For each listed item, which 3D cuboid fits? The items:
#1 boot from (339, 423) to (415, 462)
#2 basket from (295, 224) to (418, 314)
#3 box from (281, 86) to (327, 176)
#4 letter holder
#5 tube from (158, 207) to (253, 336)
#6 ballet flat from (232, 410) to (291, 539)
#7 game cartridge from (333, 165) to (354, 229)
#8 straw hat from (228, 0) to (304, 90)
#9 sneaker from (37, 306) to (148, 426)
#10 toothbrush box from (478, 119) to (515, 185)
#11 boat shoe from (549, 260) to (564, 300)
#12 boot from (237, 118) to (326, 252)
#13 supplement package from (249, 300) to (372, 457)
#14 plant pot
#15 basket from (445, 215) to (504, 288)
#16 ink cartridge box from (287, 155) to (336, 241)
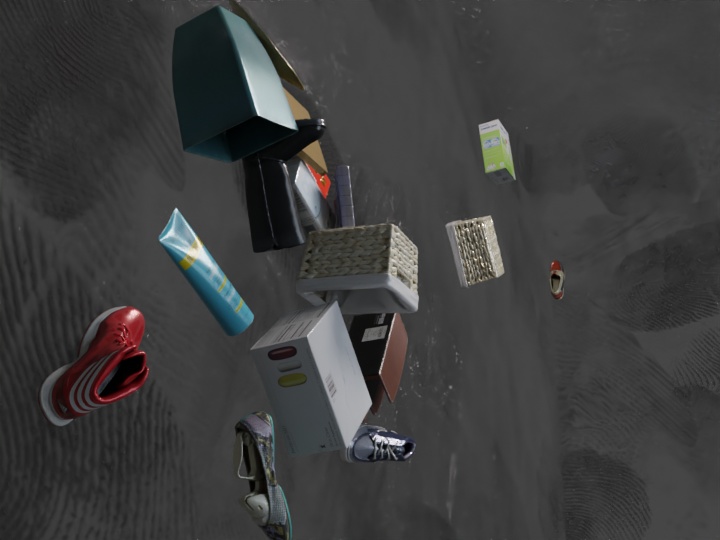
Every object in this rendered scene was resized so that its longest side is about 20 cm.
[{"bbox_3d":[0.036,0.334,1.623,0.199,0.089,0.074,9,89,-66],"label":"boot"},{"bbox_3d":[0.000,0.000,1.554,0.135,0.197,0.125,40,53,-54],"label":"basket"},{"bbox_3d":[-0.137,-0.285,1.599,0.200,0.021,0.165,37,30,-56],"label":"box"},{"bbox_3d":[0.036,0.200,1.706,0.201,0.099,0.143,-71,143,-52],"label":"letter holder"},{"bbox_3d":[-0.231,0.008,1.254,0.201,0.050,0.078,58,21,-28],"label":"tube"},{"bbox_3d":[-0.154,0.314,1.255,0.072,0.071,0.204,4,75,-66],"label":"ballet flat"},{"bbox_3d":[-0.033,-0.109,1.694,0.200,0.038,0.132,96,-7,-72],"label":"game cartridge"},{"bbox_3d":[-0.193,-0.365,1.471,0.202,0.085,0.201,49,0,0],"label":"straw hat"},{"bbox_3d":[-0.276,0.103,0.992,0.079,0.114,0.201,64,26,-27],"label":"sneaker"},{"bbox_3d":[0.520,-0.448,3.227,0.145,0.085,0.203,31,49,-61],"label":"toothbrush box"},{"bbox_3d":[0.899,0.035,3.893,0.063,0.070,0.203,45,42,-47],"label":"boat shoe"},{"bbox_3d":[-0.120,-0.140,1.416,0.065,0.162,0.204,0,81,-68],"label":"boot"},{"bbox_3d":[-0.079,0.182,1.426,0.203,0.109,0.156,71,23,-14],"label":"supplement package"},{"bbox_3d":[-0.213,-0.299,1.346,0.141,0.140,0.203,4,68,-67],"label":"plant pot"},{"bbox_3d":[0.348,-0.061,2.557,0.135,0.122,0.203,-22,97,-68],"label":"basket"},{"bbox_3d":[-0.093,-0.170,1.666,0.202,0.047,0.161,-78,147,-43],"label":"ink cartridge box"}]
